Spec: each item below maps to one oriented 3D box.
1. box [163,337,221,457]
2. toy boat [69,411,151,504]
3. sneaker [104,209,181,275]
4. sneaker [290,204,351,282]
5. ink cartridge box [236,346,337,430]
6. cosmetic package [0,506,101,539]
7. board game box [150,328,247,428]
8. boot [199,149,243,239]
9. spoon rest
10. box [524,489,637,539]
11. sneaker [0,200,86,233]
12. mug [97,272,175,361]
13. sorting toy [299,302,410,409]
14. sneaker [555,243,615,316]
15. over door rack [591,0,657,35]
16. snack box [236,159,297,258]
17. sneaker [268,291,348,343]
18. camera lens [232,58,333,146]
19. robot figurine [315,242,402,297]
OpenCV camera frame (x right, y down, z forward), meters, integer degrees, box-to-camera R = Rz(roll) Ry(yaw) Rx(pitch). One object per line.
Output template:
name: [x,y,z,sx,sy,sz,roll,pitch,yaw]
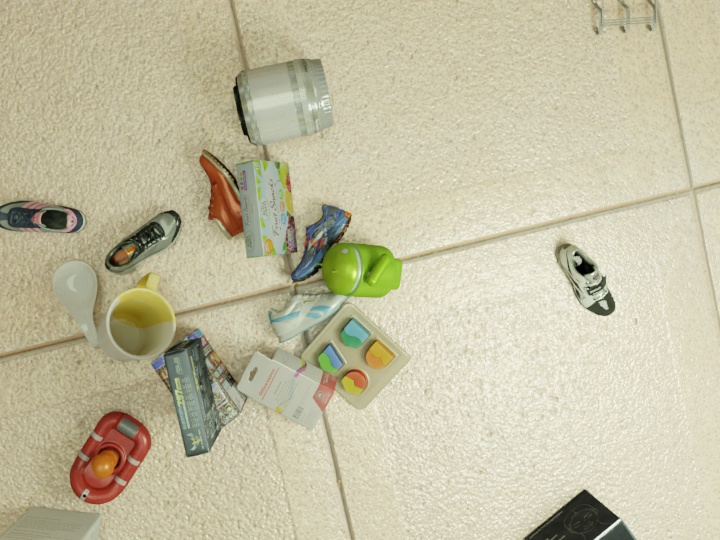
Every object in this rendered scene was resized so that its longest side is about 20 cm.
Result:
box: [-0.327,0.243,1.391,0.050,0.158,0.204,-13,94,-3]
toy boat: [-0.555,0.417,1.551,0.129,0.131,0.202,33,89,-4]
sneaker: [-0.479,-0.059,1.569,0.199,0.079,0.074,-39,92,-4]
sneaker: [-0.100,-0.062,1.610,0.078,0.075,0.202,33,83,7]
ink cartridge box: [-0.165,0.255,1.593,0.198,0.068,0.118,29,110,-6]
cosmetic package: [-0.670,0.629,1.515,0.163,0.200,0.171,8,91,-5]
board game box: [-0.347,0.243,1.548,0.096,0.159,0.202,-35,93,-2]
boot: [-0.315,-0.168,1.583,0.106,0.075,0.202,-34,95,2]
spoon rest: [-0.612,0.076,1.572,0.098,0.061,0.203,-22,94,-4]
box: [0.505,0.632,1.608,0.199,0.197,0.125,-37,95,-2]
sneaker: [-0.709,-0.118,1.547,0.196,0.082,0.072,0,92,-4]
mug: [-0.485,0.119,1.539,0.150,0.152,0.187,53,51,-9]
sorting toy: [-0.013,0.199,1.607,0.199,0.037,0.186,40,108,-6]
sneaker: [0.531,0.027,1.647,0.074,0.088,0.201,-40,96,-4]
over door rack: [0.614,-0.654,1.632,0.145,0.067,0.204,-5,113,-4]
snack box: [-0.203,-0.134,1.555,0.052,0.142,0.204,-5,93,28]
sneaker: [-0.113,0.083,1.604,0.198,0.077,0.082,-30,89,-6]
camera lens: [-0.169,-0.366,1.542,0.196,0.160,0.163,-12,93,-4]
robot figurine: [0.000,0.000,1.568,0.197,0.174,0.118,4,99,-35]
